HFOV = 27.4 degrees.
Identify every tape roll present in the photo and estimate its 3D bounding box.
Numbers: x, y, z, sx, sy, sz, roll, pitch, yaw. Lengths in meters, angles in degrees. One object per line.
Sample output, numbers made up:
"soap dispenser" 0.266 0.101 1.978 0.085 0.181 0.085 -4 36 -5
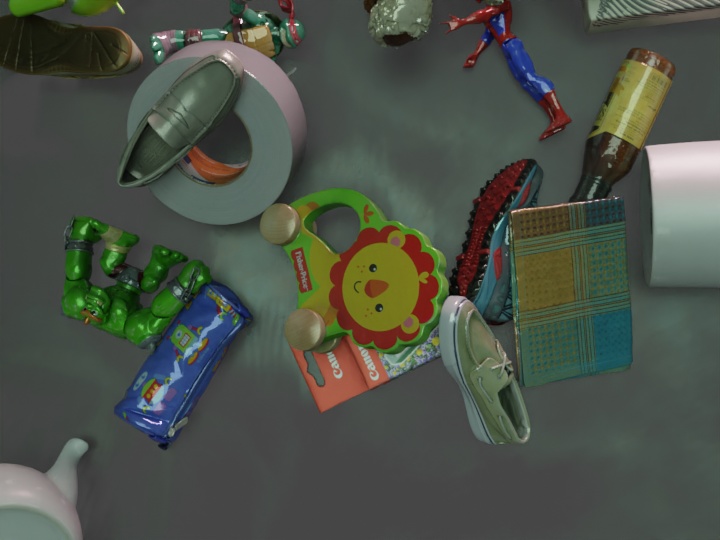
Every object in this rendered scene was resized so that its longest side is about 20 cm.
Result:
"tape roll" -0.163 -0.157 1.681 0.198 0.066 0.202 7 117 13

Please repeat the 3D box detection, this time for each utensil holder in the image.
"utensil holder" 0.415 -0.061 1.632 0.198 0.170 0.172 -2 86 6

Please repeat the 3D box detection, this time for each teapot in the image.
"teapot" -0.417 0.296 1.679 0.198 0.146 0.199 7 113 -24

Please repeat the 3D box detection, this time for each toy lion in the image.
"toy lion" 0.000 0.000 1.647 0.190 0.069 0.202 -19 76 18

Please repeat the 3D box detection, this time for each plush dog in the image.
"plush dog" 0.075 -0.358 1.674 0.198 0.172 0.162 -24 104 -2

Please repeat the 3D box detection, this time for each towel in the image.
"towel" 0.238 0.023 1.670 0.145 0.022 0.202 -7 99 -16

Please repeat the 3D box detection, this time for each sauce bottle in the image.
"sauce bottle" 0.295 -0.155 1.696 0.066 0.066 0.202 26 86 5

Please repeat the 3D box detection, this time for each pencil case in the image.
"pencil case" -0.202 0.108 1.704 0.087 0.078 0.201 33 89 34

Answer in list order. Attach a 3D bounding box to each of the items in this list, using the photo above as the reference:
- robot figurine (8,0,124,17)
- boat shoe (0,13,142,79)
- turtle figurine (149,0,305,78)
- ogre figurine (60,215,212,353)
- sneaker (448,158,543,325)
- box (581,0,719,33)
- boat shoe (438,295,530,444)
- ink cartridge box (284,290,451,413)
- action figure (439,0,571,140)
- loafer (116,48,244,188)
"robot figurine" -0.351 -0.374 1.714 0.199 0.116 0.177 29 51 -18
"boat shoe" -0.352 -0.258 1.747 0.198 0.066 0.075 12 88 18
"turtle figurine" -0.136 -0.258 1.714 0.198 0.101 0.151 -15 100 12
"ogre figurine" -0.272 0.018 1.706 0.198 0.098 0.121 20 88 7
"sneaker" 0.171 -0.030 1.703 0.095 0.079 0.202 31 74 -30
"box" 0.355 -0.329 1.702 0.198 0.068 0.083 -8 85 4
"boat shoe" 0.143 0.112 1.645 0.062 0.072 0.201 3 130 34
"ink cartridge box" 0.019 0.075 1.706 0.198 0.050 0.110 -26 85 1
"action figure" 0.157 -0.240 1.710 0.098 0.065 0.202 -24 85 -7
"loafer" -0.198 -0.160 1.612 0.070 0.070 0.200 40 119 -6
